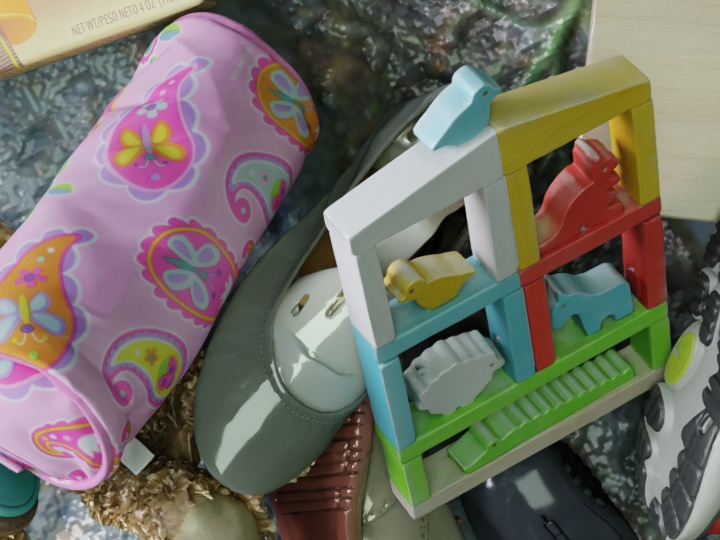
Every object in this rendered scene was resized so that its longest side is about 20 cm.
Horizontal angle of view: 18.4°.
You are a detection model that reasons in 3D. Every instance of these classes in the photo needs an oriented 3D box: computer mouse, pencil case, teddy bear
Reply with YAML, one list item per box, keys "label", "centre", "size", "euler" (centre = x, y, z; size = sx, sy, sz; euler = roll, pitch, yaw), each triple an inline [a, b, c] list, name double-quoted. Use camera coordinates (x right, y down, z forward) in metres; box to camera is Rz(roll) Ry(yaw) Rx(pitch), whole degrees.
- label: "computer mouse"
  centre: [0.112, 0.146, 0.954]
  size: [0.059, 0.034, 0.200]
  euler: [-40, 92, 5]
- label: "pencil case"
  centre: [-0.088, -0.010, 0.873]
  size: [0.087, 0.087, 0.200]
  euler: [27, 53, 1]
- label: "teddy bear"
  centre: [-0.111, 0.056, 0.930]
  size: [0.200, 0.067, 0.145]
  euler: [8, 84, 12]

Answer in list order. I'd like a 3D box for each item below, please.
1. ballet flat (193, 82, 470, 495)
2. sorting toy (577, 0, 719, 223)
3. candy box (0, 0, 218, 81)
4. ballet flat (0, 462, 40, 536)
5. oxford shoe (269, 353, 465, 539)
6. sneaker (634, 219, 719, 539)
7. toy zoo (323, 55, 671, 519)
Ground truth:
- label: "ballet flat"
  centre: [0.000, 0.000, 0.885]
  size: [0.067, 0.064, 0.200]
  euler: [41, 61, -15]
- label: "sorting toy"
  centre: [0.195, -0.116, 0.906]
  size: [0.200, 0.070, 0.199]
  euler: [6, 96, 3]
- label: "candy box"
  centre: [-0.173, -0.134, 0.933]
  size: [0.200, 0.055, 0.116]
  euler: [-19, 94, 6]
- label: "ballet flat"
  centre: [-0.196, 0.028, 0.889]
  size: [0.072, 0.068, 0.200]
  euler: [-36, 78, 27]
- label: "oxford shoe"
  centre: [0.006, 0.099, 0.950]
  size: [0.074, 0.071, 0.200]
  euler: [3, 88, -33]
- label: "sneaker"
  centre: [0.177, 0.031, 0.892]
  size: [0.085, 0.077, 0.200]
  euler: [0, 137, -23]
- label: "toy zoo"
  centre: [0.057, 0.000, 0.851]
  size: [0.131, 0.020, 0.200]
  euler: [-28, 138, -14]
